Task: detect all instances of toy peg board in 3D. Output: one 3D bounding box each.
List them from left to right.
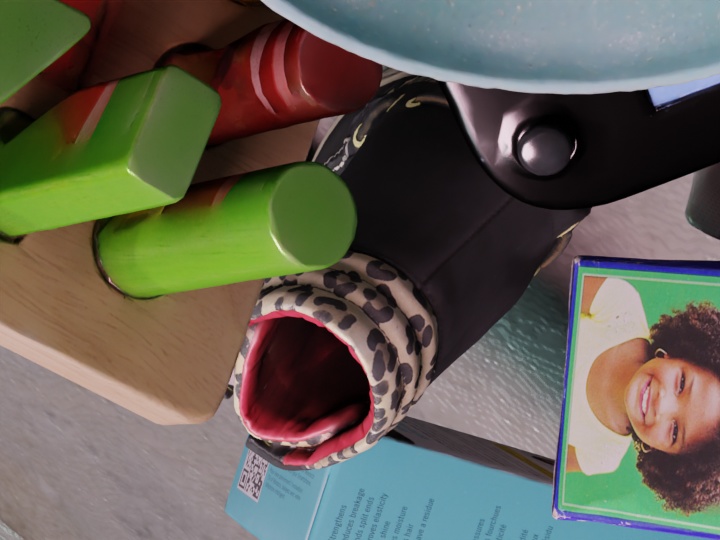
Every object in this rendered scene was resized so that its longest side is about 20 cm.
[{"bbox_3d":[-0.066,-0.094,0.699,0.200,0.200,0.098,29,160,-29],"label":"toy peg board"}]

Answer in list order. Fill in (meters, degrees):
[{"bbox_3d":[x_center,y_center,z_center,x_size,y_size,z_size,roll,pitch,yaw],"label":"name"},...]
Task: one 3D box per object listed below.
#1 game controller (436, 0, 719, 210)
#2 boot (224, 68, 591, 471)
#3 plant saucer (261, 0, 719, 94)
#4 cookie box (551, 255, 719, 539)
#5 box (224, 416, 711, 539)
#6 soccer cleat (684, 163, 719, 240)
[{"bbox_3d":[0.108,-0.087,0.679,0.200,0.042,0.104,-21,125,9],"label":"game controller"},{"bbox_3d":[-0.001,-0.001,0.915,0.074,0.154,0.203,51,149,-8],"label":"boot"},{"bbox_3d":[0.051,-0.118,0.601,0.199,0.036,0.200,-2,140,-2],"label":"plant saucer"},{"bbox_3d":[0.179,0.039,0.750,0.200,0.171,0.075,4,91,48],"label":"cookie box"},{"bbox_3d":[0.062,0.091,0.968,0.200,0.049,0.082,17,-178,-21],"label":"box"},{"bbox_3d":[0.116,-0.081,0.741,0.070,0.086,0.200,26,148,24],"label":"soccer cleat"}]
